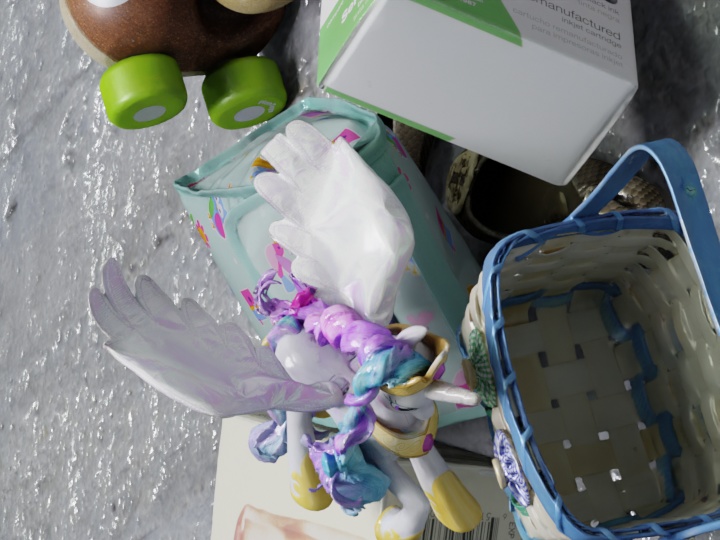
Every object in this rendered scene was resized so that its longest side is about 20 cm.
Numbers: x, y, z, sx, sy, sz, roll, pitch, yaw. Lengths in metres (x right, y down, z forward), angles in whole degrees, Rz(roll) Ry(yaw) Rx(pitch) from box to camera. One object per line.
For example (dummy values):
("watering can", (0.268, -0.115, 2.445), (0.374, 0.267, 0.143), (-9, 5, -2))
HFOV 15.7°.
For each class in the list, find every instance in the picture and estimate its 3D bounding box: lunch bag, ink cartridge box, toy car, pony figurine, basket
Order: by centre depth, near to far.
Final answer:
("basket", (0.132, 0.051, 1.234), (0.200, 0.139, 0.177), (-43, 62, 59))
("pony figurine", (-0.016, 0.046, 1.295), (0.193, 0.167, 0.200), (37, 157, 21))
("ink cartridge box", (0.060, -0.159, 1.364), (0.084, 0.146, 0.200), (-54, 23, 39))
("lunch bag", (0.000, 0.000, 1.432), (0.170, 0.122, 0.200), (61, 164, -15))
("toy car", (-0.088, -0.208, 1.679), (0.200, 0.158, 0.164), (-39, 62, 47))

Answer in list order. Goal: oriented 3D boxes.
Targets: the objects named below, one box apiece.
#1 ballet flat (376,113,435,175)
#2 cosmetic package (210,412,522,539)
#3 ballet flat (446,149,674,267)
("ballet flat", (0.015, -0.048, 1.566), (0.067, 0.046, 0.200), (31, 110, 59))
("cosmetic package", (0.004, 0.138, 1.488), (0.200, 0.103, 0.087), (12, 95, 62))
("ballet flat", (0.096, -0.038, 1.406), (0.200, 0.046, 0.067), (24, 105, 59))
